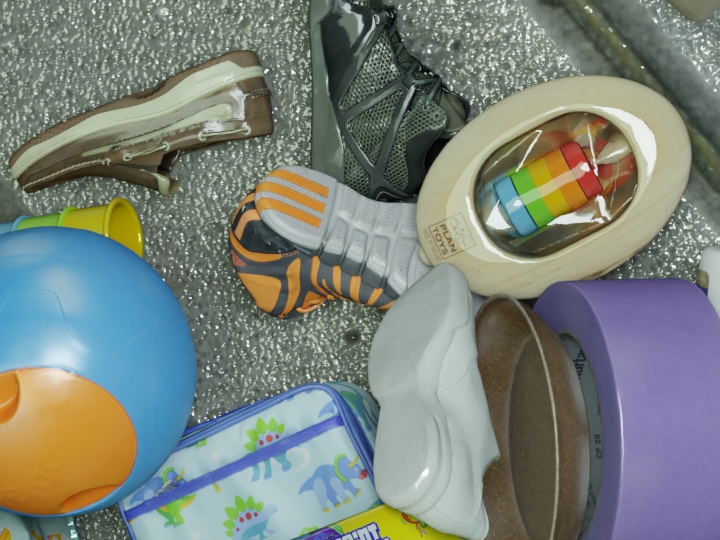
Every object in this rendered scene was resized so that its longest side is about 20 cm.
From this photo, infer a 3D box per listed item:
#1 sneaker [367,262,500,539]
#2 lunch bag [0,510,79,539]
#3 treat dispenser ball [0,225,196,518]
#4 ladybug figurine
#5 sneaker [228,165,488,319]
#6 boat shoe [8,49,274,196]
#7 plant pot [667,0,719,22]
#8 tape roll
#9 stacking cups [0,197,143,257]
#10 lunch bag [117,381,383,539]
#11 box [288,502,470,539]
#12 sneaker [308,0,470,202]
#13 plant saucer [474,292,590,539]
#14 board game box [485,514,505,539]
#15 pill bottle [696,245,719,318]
[{"bbox_3d":[0.057,0.089,1.650,0.088,0.200,0.075,35,132,-29],"label":"sneaker"},{"bbox_3d":[-0.309,0.224,1.821,0.170,0.200,0.122,-19,88,18],"label":"lunch bag"},{"bbox_3d":[-0.213,0.069,1.746,0.200,0.201,0.202,1,94,18],"label":"treat dispenser ball"},{"bbox_3d":[0.129,-0.056,1.714,0.200,0.072,0.136,-24,91,10],"label":"ladybug figurine"},{"bbox_3d":[0.000,0.000,1.773,0.200,0.078,0.112,27,145,-11],"label":"sneaker"},{"bbox_3d":[-0.155,-0.087,1.813,0.202,0.075,0.075,-22,87,18],"label":"boat shoe"},{"bbox_3d":[0.195,-0.299,1.628,0.200,0.177,0.200,45,106,11],"label":"plant pot"},{"bbox_3d":[0.171,0.105,1.647,0.085,0.200,0.201,-2,94,-16],"label":"tape roll"},{"bbox_3d":[-0.261,-0.016,1.863,0.199,0.060,0.061,-4,93,20],"label":"stacking cups"},{"bbox_3d":[-0.066,0.173,1.801,0.200,0.082,0.161,-23,84,17],"label":"lunch bag"},{"bbox_3d":[-0.041,0.238,1.624,0.192,0.200,0.122,-27,83,33],"label":"box"},{"bbox_3d":[0.023,-0.144,1.751,0.114,0.076,0.200,0,97,17],"label":"sneaker"},{"bbox_3d":[0.109,0.114,1.650,0.037,0.200,0.201,-2,94,-16],"label":"plant saucer"},{"bbox_3d":[0.117,0.276,1.723,0.198,0.043,0.201,13,82,10],"label":"board game box"},{"bbox_3d":[0.269,0.088,1.666,0.111,0.111,0.201,7,96,18],"label":"pill bottle"}]
